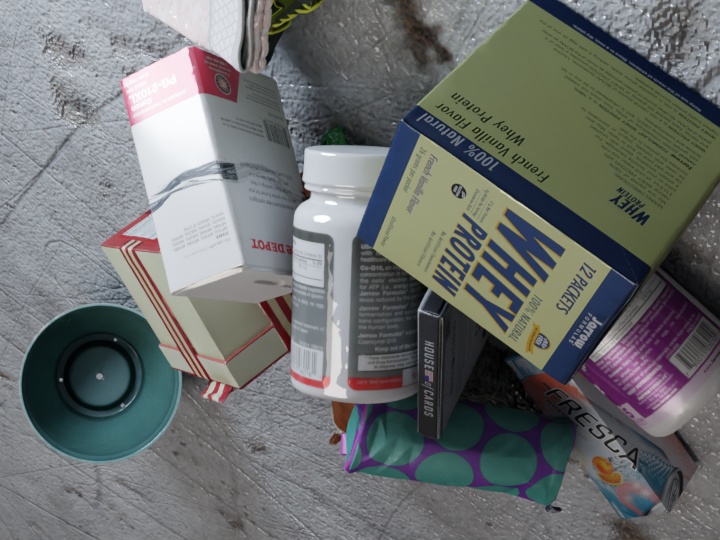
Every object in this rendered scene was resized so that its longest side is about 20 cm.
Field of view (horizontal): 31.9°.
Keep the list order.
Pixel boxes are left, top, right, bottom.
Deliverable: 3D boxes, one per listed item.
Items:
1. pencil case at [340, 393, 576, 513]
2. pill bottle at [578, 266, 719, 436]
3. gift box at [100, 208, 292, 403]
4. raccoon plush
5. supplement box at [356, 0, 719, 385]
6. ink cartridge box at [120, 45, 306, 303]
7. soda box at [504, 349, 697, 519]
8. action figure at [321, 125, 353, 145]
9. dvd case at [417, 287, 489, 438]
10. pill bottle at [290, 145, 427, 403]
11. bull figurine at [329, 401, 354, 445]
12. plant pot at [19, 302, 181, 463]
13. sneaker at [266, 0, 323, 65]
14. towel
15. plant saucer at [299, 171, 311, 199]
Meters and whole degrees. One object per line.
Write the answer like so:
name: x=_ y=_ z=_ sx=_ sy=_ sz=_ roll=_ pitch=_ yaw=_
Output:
pencil case: x=0.087 y=0.156 z=1.121 sx=0.199 sy=0.085 sz=0.092 roll=11 pitch=157 yaw=-6
pill bottle: x=0.209 y=0.035 z=1.051 sx=0.200 sy=0.112 sz=0.112 roll=42 pitch=144 yaw=3
gift box: x=-0.128 y=0.016 z=1.270 sx=0.200 sy=0.184 sz=0.187 roll=15 pitch=138 yaw=60
raccoon plush: x=0.118 y=0.119 z=1.179 sx=0.134 sy=0.200 sz=0.097 roll=24 pitch=103 yaw=22
supplement box: x=0.143 y=-0.065 z=0.940 sx=0.200 sy=0.200 sz=0.134 roll=36 pitch=143 yaw=11
ink cartridge box: x=-0.118 y=-0.077 z=1.111 sx=0.084 sy=0.145 sz=0.201 roll=-20 pitch=77 yaw=24
soda box: x=0.224 y=0.133 z=1.168 sx=0.200 sy=0.068 sz=0.064 roll=53 pitch=143 yaw=-10
action figure: x=0.027 y=-0.053 z=1.172 sx=0.200 sy=0.055 sz=0.118 roll=53 pitch=176 yaw=9
dvd case: x=0.093 y=0.023 z=1.076 sx=0.025 sy=0.200 sz=0.151 roll=15 pitch=136 yaw=18
pill bottle: x=0.000 y=0.000 z=1.044 sx=0.114 sy=0.114 sz=0.201 roll=10 pitch=103 yaw=38
bull figurine: x=0.013 y=0.138 z=1.383 sx=0.121 sy=0.065 sz=0.200 roll=18 pitch=139 yaw=25
plant pot: x=-0.337 y=0.140 z=1.634 sx=0.200 sy=0.200 sz=0.134 roll=50 pitch=170 yaw=-9
sneaker: x=-0.070 y=-0.239 z=1.078 sx=0.085 sy=0.074 sz=0.200 roll=34 pitch=143 yaw=12
towel: x=-0.129 y=-0.284 z=1.040 sx=0.191 sy=0.032 sz=0.200 roll=38 pitch=130 yaw=43
plant saucer: x=0.002 y=-0.012 z=1.202 sx=0.201 sy=0.032 sz=0.200 roll=57 pitch=173 yaw=10
